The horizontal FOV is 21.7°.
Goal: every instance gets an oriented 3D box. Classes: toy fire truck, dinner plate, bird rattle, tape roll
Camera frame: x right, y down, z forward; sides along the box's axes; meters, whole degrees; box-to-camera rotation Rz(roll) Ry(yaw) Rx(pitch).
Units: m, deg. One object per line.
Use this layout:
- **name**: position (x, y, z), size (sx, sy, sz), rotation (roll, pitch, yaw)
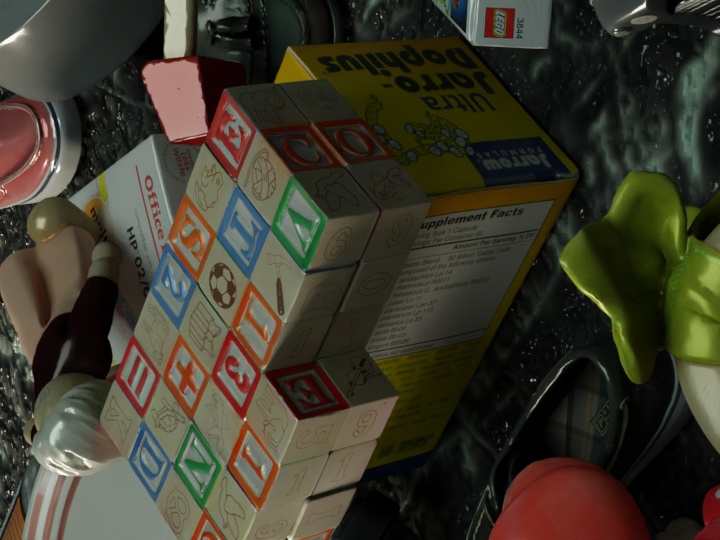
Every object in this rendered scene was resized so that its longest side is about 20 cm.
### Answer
- **toy fire truck**: position (-0.052, -0.174, 0.946), size (0.140, 0.049, 0.202), rotation (-14, 84, 27)
- **dinner plate**: position (-0.125, 0.148, 0.980), size (0.200, 0.024, 0.202), rotation (-26, 58, 49)
- **bird rattle**: position (0.170, 0.043, 0.719), size (0.163, 0.112, 0.201), rotation (-35, 73, 31)
- **tape roll**: position (-0.170, -0.200, 1.058), size (0.199, 0.066, 0.202), rotation (-22, 56, 36)

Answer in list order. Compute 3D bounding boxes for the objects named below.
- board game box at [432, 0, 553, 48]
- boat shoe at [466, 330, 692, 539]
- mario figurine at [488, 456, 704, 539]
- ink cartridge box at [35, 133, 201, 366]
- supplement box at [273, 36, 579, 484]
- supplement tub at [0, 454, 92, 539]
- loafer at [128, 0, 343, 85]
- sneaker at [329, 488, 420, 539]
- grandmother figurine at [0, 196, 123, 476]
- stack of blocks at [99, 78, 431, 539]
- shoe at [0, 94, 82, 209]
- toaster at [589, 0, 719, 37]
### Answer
- **board game box**: position (0.051, -0.173, 0.791), size (0.200, 0.034, 0.128), rotation (-108, 21, -73)
- **boat shoe**: position (0.085, 0.097, 0.864), size (0.069, 0.056, 0.201), rotation (52, 133, 31)
- **mario figurine**: position (0.080, 0.147, 0.831), size (0.106, 0.123, 0.201), rotation (41, 144, 26)
- **ink cartridge box**: position (-0.107, -0.007, 1.076), size (0.200, 0.067, 0.116), rotation (-30, 73, 50)
- **supplement box**: position (0.000, 0.000, 0.911), size (0.110, 0.108, 0.201), rotation (51, 133, 32)
- **supplement tub**: position (-0.160, 0.175, 1.137), size (0.123, 0.122, 0.201), rotation (55, 135, 29)
- **loafer**: position (-0.091, -0.129, 1.037), size (0.199, 0.062, 0.073), rotation (11, 105, 50)
- **sneaker**: position (-0.016, 0.191, 1.000), size (0.111, 0.073, 0.201), rotation (25, 140, 17)
- **grandmother figurine**: position (-0.156, 0.044, 0.988), size (0.200, 0.060, 0.122), rotation (-117, 36, -60)
- **stack of blocks**: position (-0.039, 0.031, 0.832), size (0.115, 0.058, 0.201), rotation (50, 132, 32)
- **shoe**: position (-0.266, -0.071, 1.247), size (0.199, 0.090, 0.072), rotation (-17, 84, 52)
- **toaster**: position (0.159, -0.170, 0.675), size (0.199, 0.113, 0.130), rotation (-20, 79, 54)
